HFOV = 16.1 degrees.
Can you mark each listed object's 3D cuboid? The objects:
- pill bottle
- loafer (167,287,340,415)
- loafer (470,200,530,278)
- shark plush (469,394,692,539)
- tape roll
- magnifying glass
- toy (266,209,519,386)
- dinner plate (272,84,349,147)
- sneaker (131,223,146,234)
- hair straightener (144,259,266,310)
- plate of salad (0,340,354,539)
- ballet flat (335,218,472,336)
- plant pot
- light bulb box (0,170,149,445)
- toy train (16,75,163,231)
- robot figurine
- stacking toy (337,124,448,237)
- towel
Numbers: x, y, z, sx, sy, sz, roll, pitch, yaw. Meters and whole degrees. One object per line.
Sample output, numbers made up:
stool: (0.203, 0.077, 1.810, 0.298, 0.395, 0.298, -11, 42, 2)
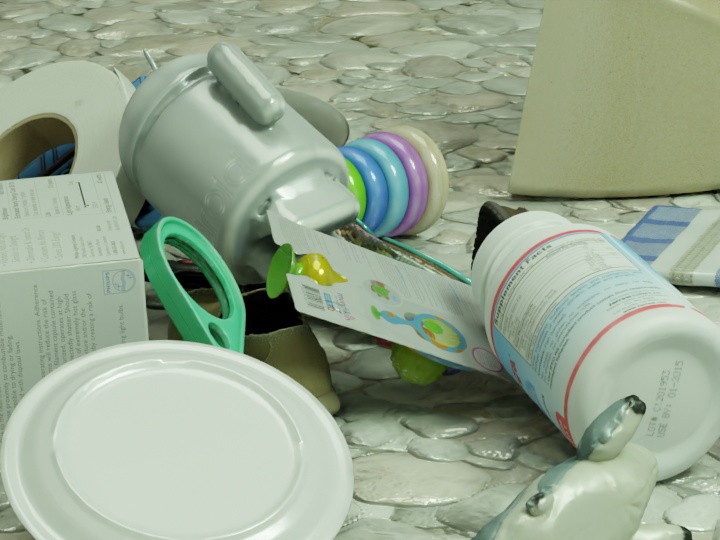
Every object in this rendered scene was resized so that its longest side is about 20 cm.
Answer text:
pill bottle: (0.141, 0.038, 1.550, 0.108, 0.110, 0.200, -8, 25, -17)
loafer: (-0.069, 0.042, 1.657, 0.075, 0.068, 0.200, -11, 20, -26)
loafer: (0.134, 0.009, 1.755, 0.070, 0.074, 0.200, 1, 22, -21)
shark plush: (0.095, 0.151, 1.377, 0.200, 0.091, 0.083, -39, 15, -29)
tape roll: (-0.234, -0.060, 1.829, 0.202, 0.037, 0.204, -22, 47, 25)
magnifying glass: (-0.087, 0.048, 1.545, 0.079, 0.022, 0.201, 31, 31, -47)
toy: (0.027, 0.036, 1.625, 0.199, 0.047, 0.115, 23, 25, -26)
dinner plate: (-0.107, -0.101, 2.027, 0.198, 0.024, 0.200, -2, -18, -1)
sneaker: (-0.113, -0.070, 1.987, 0.198, 0.080, 0.074, 1, 20, 12)
hair straightener: (-0.083, 0.005, 1.805, 0.198, 0.041, 0.077, 6, 19, 4)
plate of salad: (-0.103, 0.115, 1.433, 0.198, 0.048, 0.201, 6, 40, -5)
ballet flat: (0.000, 0.000, 1.752, 0.199, 0.069, 0.071, 34, 78, 29)
plant pot: (0.232, -0.164, 2.089, 0.176, 0.202, 0.200, 13, 19, 5)
light bulb box: (-0.241, 0.028, 1.624, 0.198, 0.126, 0.198, -6, 19, -9)
toy train: (-0.170, -0.083, 1.898, 0.200, 0.087, 0.115, -38, 32, 13)
robot figurine: (-0.086, -0.070, 1.717, 0.112, 0.171, 0.200, -20, 49, -37)
stacking toy: (-0.026, -0.052, 1.893, 0.085, 0.086, 0.199, 14, 20, 40)
towel: (0.287, -0.012, 1.860, 0.198, 0.024, 0.147, 4, 21, 24)
